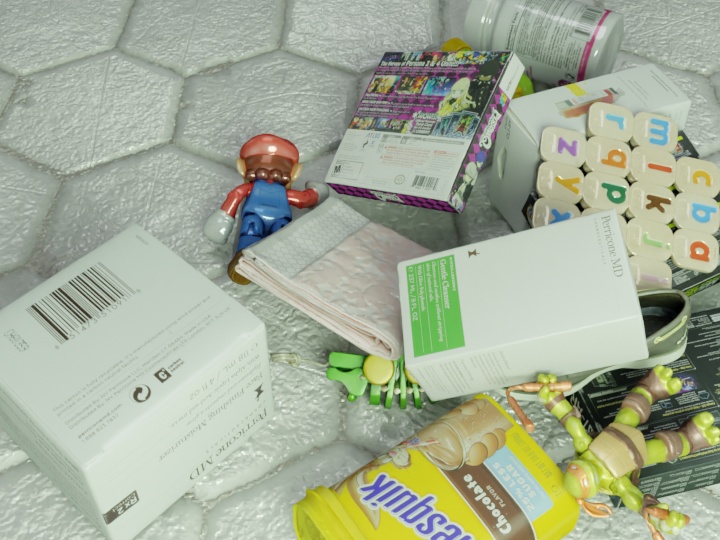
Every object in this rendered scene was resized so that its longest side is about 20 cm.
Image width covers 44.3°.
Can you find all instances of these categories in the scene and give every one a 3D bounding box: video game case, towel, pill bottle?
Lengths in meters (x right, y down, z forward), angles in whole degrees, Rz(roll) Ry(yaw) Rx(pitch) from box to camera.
[{"bbox_3d":[0.067,-0.162,0.998,0.198,0.036,0.184,13,74,45],"label":"video game case"},{"bbox_3d":[0.000,0.000,0.902,0.189,0.033,0.200,30,32,15],"label":"towel"},{"bbox_3d":[0.247,-0.320,1.211,0.197,0.115,0.114,25,51,23],"label":"pill bottle"}]

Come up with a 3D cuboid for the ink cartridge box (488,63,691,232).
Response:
[{"bbox_3d":[0.257,-0.133,1.009,0.196,0.147,0.084,-17,48,-14],"label":"ink cartridge box"}]

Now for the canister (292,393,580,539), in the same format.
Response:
[{"bbox_3d":[0.063,0.205,0.728,0.197,0.088,0.149,-27,52,-25],"label":"canister"}]

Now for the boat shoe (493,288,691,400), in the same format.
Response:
[{"bbox_3d":[0.210,0.063,0.815,0.197,0.061,0.073,-14,47,-7],"label":"boat shoe"}]

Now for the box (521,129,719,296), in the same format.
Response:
[{"bbox_3d":[0.293,-0.041,0.927,0.197,0.044,0.162,-22,69,-13],"label":"box"}]

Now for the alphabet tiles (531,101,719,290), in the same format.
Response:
[{"bbox_3d":[0.269,-0.072,0.897,0.191,0.015,0.204,11,70,-3],"label":"alphabet tiles"}]

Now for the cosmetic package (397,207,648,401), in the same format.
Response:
[{"bbox_3d":[0.139,0.033,0.768,0.196,0.085,0.110,-16,56,16],"label":"cosmetic package"}]

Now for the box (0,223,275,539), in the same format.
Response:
[{"bbox_3d":[-0.213,0.097,0.807,0.198,0.132,0.198,33,55,28],"label":"box"}]

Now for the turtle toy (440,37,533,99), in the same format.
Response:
[{"bbox_3d":[0.138,-0.215,1.120,0.197,0.102,0.146,-24,50,-21],"label":"turtle toy"}]

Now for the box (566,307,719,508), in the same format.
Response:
[{"bbox_3d":[0.299,0.121,0.832,0.195,0.044,0.162,-11,47,-9],"label":"box"}]

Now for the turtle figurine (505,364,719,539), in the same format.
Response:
[{"bbox_3d":[0.220,0.153,0.721,0.159,0.065,0.200,-22,51,-31],"label":"turtle figurine"}]

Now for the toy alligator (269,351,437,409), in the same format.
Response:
[{"bbox_3d":[0.010,0.106,0.851,0.195,0.059,0.056,-1,86,1],"label":"toy alligator"}]

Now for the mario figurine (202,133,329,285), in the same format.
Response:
[{"bbox_3d":[-0.105,-0.064,1.017,0.105,0.123,0.203,-29,45,32],"label":"mario figurine"}]
